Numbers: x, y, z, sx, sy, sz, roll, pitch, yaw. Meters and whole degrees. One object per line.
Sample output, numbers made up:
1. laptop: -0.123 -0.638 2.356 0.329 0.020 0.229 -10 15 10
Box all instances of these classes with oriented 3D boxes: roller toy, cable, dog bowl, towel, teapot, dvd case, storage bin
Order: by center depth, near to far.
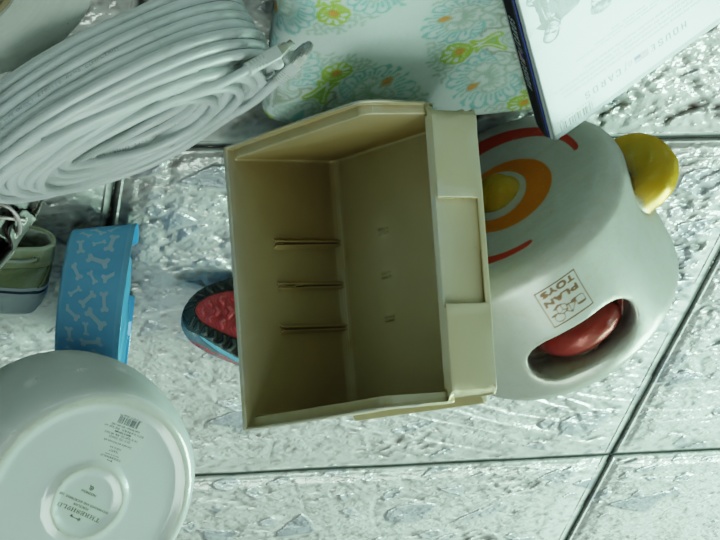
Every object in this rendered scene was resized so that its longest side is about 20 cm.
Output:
1. cable: -0.153 -0.110 1.519 0.200 0.069 0.200 -20 172 -35
2. dvd case: 0.163 -0.184 1.545 0.150 0.025 0.200 -35 149 -8
3. towel: 0.039 -0.159 1.584 0.199 0.048 0.171 -4 147 -9
4. storage bin: 0.000 0.000 1.617 0.093 0.201 0.198 0 173 -31
5. roller toy: 0.122 -0.014 1.693 0.200 0.183 0.140 -1 138 37
6. teapot: -0.227 0.134 1.707 0.197 0.146 0.201 -24 122 -21
7. dog bowl: -0.198 0.042 1.788 0.049 0.112 0.200 7 147 -2

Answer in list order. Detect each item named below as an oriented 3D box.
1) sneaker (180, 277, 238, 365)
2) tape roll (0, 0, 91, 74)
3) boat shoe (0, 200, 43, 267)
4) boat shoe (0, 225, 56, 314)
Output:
1. sneaker: -0.064 0.068 1.889 0.200 0.080 0.095 15 143 -34
2. tape roll: -0.258 -0.195 1.418 0.202 0.071 0.203 -8 149 -5
3. boat shoe: -0.271 -0.009 1.648 0.200 0.057 0.067 -48 140 3
4. boat shoe: -0.314 -0.015 1.711 0.199 0.072 0.062 6 121 -30
